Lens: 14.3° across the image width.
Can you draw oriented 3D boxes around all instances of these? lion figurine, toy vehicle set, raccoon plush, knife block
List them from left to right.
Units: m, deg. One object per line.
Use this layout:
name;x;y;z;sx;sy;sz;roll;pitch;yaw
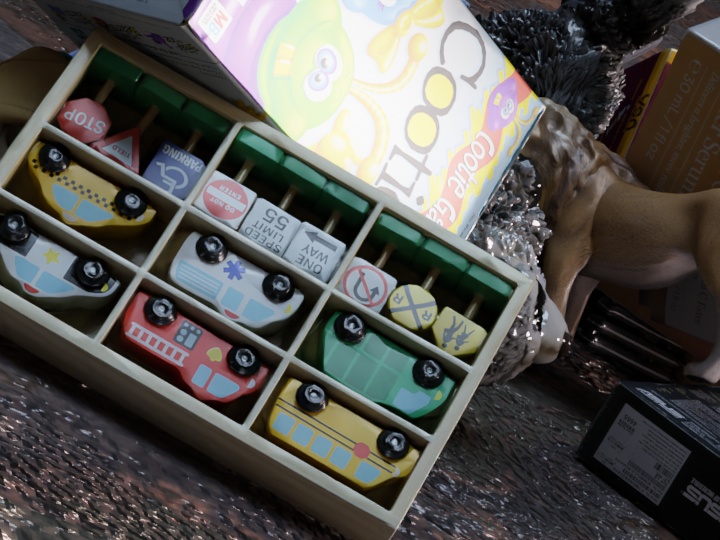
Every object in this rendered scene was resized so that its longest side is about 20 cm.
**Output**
toy vehicle set;-0.048;0.006;1.092;0.200;0.124;0.027;30;-30;0
raccoon plush;0.000;0.000;1.298;0.200;0.097;0.134;7;22;12
raccoon plush;0.102;-0.077;1.524;0.097;0.200;0.134;19;52;-24
lion figurine;0.142;-0.015;1.400;0.200;0.123;0.072;11;-13;24
knife block;0.197;0.032;1.595;0.200;0.064;0.176;15;21;-46

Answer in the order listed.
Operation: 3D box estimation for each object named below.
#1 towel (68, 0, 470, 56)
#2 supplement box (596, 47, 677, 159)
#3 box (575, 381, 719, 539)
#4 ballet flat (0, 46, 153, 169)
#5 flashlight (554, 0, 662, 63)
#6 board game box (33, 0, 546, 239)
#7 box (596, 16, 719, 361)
towel;-0.050;-0.125;1.481;0.147;0.024;0.200;11;25;26
supplement box;0.175;-0.054;1.661;0.110;0.086;0.200;27;-11;-10
box;0.219;0.125;1.355;0.200;0.044;0.160;37;15;27
ballet flat;-0.082;-0.005;1.139;0.200;0.069;0.063;41;47;8
flashlight;0.086;-0.116;1.662;0.200;0.068;0.068;-25;59;-22
board game box;-0.028;-0.093;1.182;0.105;0.103;0.200;19;-20;41
box;0.235;-0.018;1.444;0.200;0.152;0.106;35;30;22
